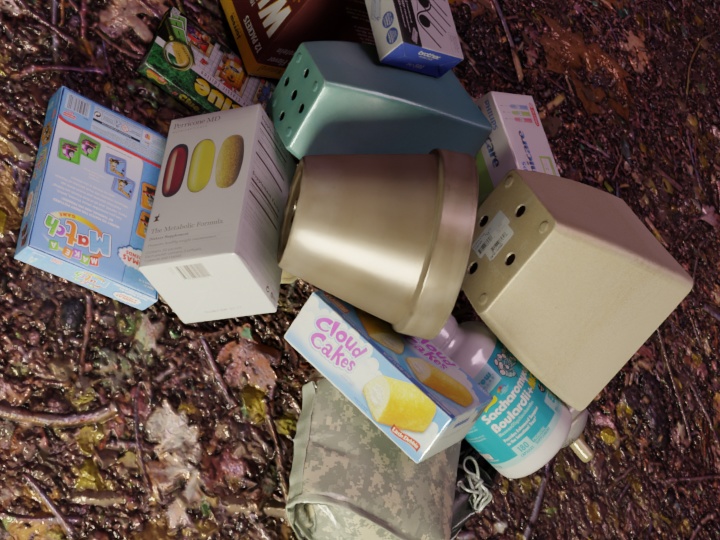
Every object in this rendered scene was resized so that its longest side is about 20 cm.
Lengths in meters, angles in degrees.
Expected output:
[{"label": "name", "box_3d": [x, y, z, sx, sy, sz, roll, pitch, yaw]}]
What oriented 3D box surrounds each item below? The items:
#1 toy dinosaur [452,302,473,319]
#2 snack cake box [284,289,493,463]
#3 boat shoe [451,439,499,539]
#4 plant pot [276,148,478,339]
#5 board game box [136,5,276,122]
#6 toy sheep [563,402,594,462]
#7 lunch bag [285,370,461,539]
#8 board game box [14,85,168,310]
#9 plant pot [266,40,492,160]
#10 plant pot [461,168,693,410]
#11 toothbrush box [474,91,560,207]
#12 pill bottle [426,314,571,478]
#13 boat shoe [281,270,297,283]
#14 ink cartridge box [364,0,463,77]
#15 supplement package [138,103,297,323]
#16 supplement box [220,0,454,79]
[{"label": "toy dinosaur", "box_3d": [0.091, 0.060, 1.581, 0.200, 0.101, 0.058, -2, 78, -67]}, {"label": "snack cake box", "box_3d": [0.030, 0.103, 1.386, 0.200, 0.067, 0.115, 41, 24, 17]}, {"label": "boat shoe", "box_3d": [0.123, 0.250, 1.532, 0.074, 0.068, 0.199, 53, 44, -6]}, {"label": "plant pot", "box_3d": [0.010, -0.043, 1.354, 0.173, 0.200, 0.200, 13, 57, -9]}, {"label": "board game box", "box_3d": [-0.164, -0.217, 1.557, 0.200, 0.023, 0.105, 35, 51, -23]}, {"label": "toy sheep", "box_3d": [0.221, 0.155, 1.630, 0.200, 0.138, 0.138, 45, 43, 11]}, {"label": "lunch bag", "box_3d": [0.001, 0.217, 1.406, 0.200, 0.117, 0.164, 34, 47, -30]}, {"label": "board game box", "box_3d": [-0.270, -0.076, 1.375, 0.151, 0.037, 0.200, 26, 52, -32]}, {"label": "plant pot", "box_3d": [0.008, -0.165, 1.452, 0.200, 0.141, 0.141, 15, 31, -32]}, {"label": "plant pot", "box_3d": [0.215, 0.002, 1.491, 0.177, 0.200, 0.200, 28, 20, -32]}, {"label": "toothbrush box", "box_3d": [0.140, -0.113, 1.645, 0.086, 0.200, 0.146, -3, 69, -44]}, {"label": "pill bottle", "box_3d": [0.138, 0.134, 1.485, 0.200, 0.111, 0.111, 44, 46, -15]}, {"label": "boat shoe", "box_3d": [-0.057, -0.036, 1.529, 0.200, 0.075, 0.069, -22, 111, -53]}, {"label": "ink cartridge box", "box_3d": [0.047, -0.318, 1.462, 0.094, 0.044, 0.200, 7, 61, -41]}, {"label": "supplement package", "box_3d": [-0.147, -0.061, 1.394, 0.110, 0.113, 0.200, 59, 29, -49]}, {"label": "supplement box", "box_3d": [-0.028, -0.338, 1.600, 0.197, 0.200, 0.133, 3, 55, -41]}]
